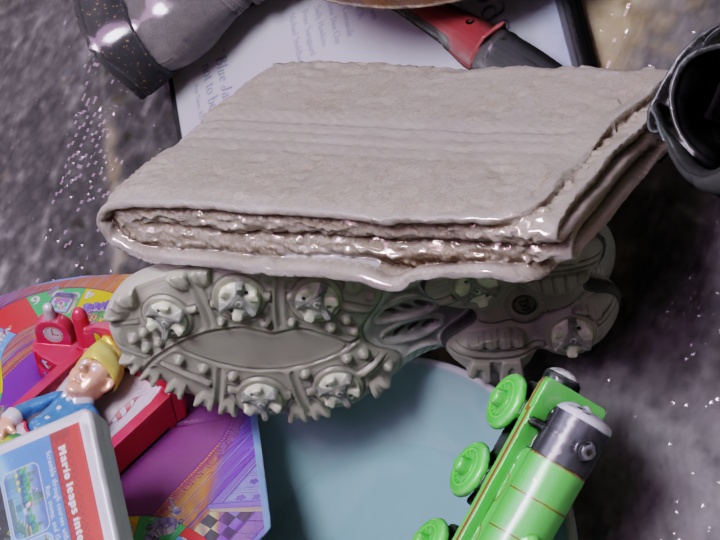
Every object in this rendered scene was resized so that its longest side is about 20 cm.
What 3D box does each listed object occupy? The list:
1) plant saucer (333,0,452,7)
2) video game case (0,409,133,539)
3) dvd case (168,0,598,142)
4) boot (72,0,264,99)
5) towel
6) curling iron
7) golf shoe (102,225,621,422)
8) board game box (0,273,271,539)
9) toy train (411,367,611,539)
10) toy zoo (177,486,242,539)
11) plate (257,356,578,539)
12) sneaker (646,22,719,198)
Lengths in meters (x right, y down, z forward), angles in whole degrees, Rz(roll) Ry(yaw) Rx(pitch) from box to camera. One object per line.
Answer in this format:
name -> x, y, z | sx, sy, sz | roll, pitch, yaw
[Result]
plant saucer -> 0.031, -0.198, 1.088 | 0.200, 0.037, 0.201 | -10, 53, 14
video game case -> -0.170, 0.152, 0.975 | 0.199, 0.017, 0.143 | -23, 62, 15
dvd case -> 0.007, -0.077, 1.113 | 0.200, 0.018, 0.143 | -27, 56, 24
boot -> -0.075, -0.179, 1.191 | 0.131, 0.070, 0.200 | -32, 55, 15
towel -> 0.015, -0.039, 0.985 | 0.199, 0.035, 0.133 | 5, 31, 32
curling iron -> 0.055, -0.100, 1.057 | 0.050, 0.026, 0.200 | -49, 52, 5
golf shoe -> 0.000, 0.000, 1.026 | 0.199, 0.079, 0.097 | -6, 39, 2
board game box -> -0.121, 0.057, 1.042 | 0.157, 0.039, 0.200 | -10, 41, 0
toy train -> 0.033, 0.127, 0.948 | 0.200, 0.042, 0.056 | -61, 23, -2
toy zoo -> -0.125, 0.174, 0.997 | 0.199, 0.020, 0.131 | -27, 40, 4
plate -> 0.003, 0.132, 1.019 | 0.200, 0.026, 0.201 | -16, 62, 31
sneaker -> 0.142, -0.057, 0.910 | 0.071, 0.099, 0.200 | -57, 19, 8
